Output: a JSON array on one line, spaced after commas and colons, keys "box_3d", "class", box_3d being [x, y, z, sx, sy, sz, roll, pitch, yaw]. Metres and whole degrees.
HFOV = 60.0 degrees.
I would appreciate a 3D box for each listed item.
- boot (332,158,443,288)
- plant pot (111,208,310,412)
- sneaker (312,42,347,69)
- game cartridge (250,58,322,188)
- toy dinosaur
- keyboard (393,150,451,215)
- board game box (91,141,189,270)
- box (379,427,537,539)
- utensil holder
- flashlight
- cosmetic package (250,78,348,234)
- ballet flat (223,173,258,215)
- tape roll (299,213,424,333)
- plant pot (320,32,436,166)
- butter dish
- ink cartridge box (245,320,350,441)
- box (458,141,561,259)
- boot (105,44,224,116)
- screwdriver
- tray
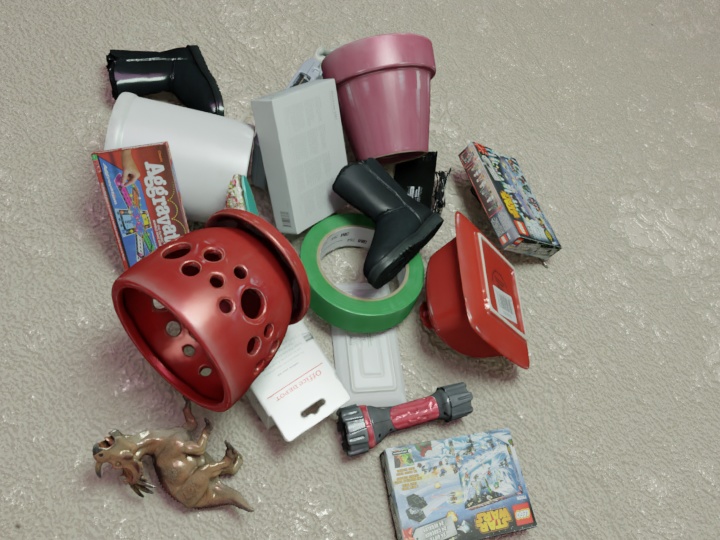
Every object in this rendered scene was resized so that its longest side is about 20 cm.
[{"box_3d": [0.017, -0.079, 0.946, 0.167, 0.077, 0.200, 39, 45, 10], "class": "boot"}, {"box_3d": [-0.175, 0.040, 0.775, 0.199, 0.202, 0.183, 38, 52, 8], "class": "plant pot"}, {"box_3d": [-0.005, -0.387, 1.179, 0.196, 0.081, 0.076, -12, 64, -21], "class": "sneaker"}, {"box_3d": [-0.125, -0.240, 1.040, 0.040, 0.134, 0.202, 24, 62, 4], "class": "game cartridge"}, {"box_3d": [-0.230, 0.254, 0.791, 0.200, 0.086, 0.136, 47, 71, -6], "class": "toy dinosaur"}, {"box_3d": [0.105, -0.123, 1.103, 0.102, 0.040, 0.204, 3, 61, 14], "class": "keyboard"}, {"box_3d": [-0.299, -0.073, 0.880, 0.100, 0.204, 0.020, -10, 26, -6], "class": "board game box"}, {"box_3d": [0.135, 0.307, 0.874, 0.195, 0.040, 0.140, -4, 63, -16], "class": "box"}, {"box_3d": [-0.269, -0.160, 0.947, 0.195, 0.171, 0.173, 11, 60, -11], "class": "utensil holder"}, {"box_3d": [0.066, 0.206, 0.889, 0.196, 0.069, 0.068, -12, 32, -14], "class": "flashlight"}, {"box_3d": [-0.085, -0.180, 0.971, 0.051, 0.204, 0.150, 10, 29, 37], "class": "cosmetic package"}, {"box_3d": [-0.165, -0.045, 0.903, 0.062, 0.203, 0.076, -14, 40, 2], "class": "ballet flat"}, {"box_3d": [0.000, 0.000, 0.974, 0.195, 0.049, 0.204, 7, 50, -9], "class": "tape roll"}, {"box_3d": [0.041, -0.280, 1.070, 0.196, 0.199, 0.183, -11, 92, -19], "class": "plant pot"}, {"box_3d": [0.157, 0.050, 0.962, 0.199, 0.146, 0.203, 35, 42, -43], "class": "butter dish"}, {"box_3d": [-0.115, 0.137, 0.884, 0.115, 0.067, 0.201, -28, 72, -25], "class": "ink cartridge box"}, {"box_3d": [0.259, -0.121, 1.082, 0.135, 0.040, 0.203, 8, 53, -42], "class": "box"}, {"box_3d": [-0.332, -0.302, 1.052, 0.165, 0.077, 0.202, -15, 61, -24], "class": "boot"}, {"box_3d": [0.272, -0.084, 1.122, 0.029, 0.028, 0.200, -45, 81, 0], "class": "screwdriver"}, {"box_3d": [0.010, 0.108, 0.957, 0.105, 0.022, 0.204, -1, 63, -13], "class": "tray"}]
